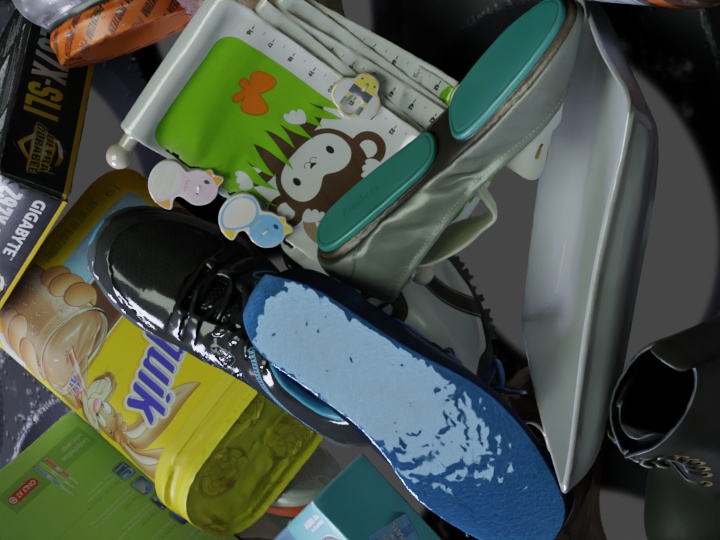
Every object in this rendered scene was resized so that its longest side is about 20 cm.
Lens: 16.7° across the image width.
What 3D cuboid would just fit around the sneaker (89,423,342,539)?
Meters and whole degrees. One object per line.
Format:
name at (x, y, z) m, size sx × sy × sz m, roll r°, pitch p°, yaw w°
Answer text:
sneaker at (-0.094, 0.137, 1.527) m, size 0.200 × 0.077 × 0.082 m, roll 20°, pitch 125°, yaw 40°

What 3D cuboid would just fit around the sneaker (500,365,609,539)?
sneaker at (0.095, 0.148, 1.335) m, size 0.070 × 0.075 × 0.200 m, roll 7°, pitch 109°, yaw 44°

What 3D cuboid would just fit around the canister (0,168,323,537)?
canister at (-0.112, 0.044, 1.465) m, size 0.200 × 0.087 × 0.149 m, roll 36°, pitch 87°, yaw 35°

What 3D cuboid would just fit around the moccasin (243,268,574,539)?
moccasin at (0.034, 0.061, 1.261) m, size 0.200 × 0.068 × 0.080 m, roll 43°, pitch 109°, yaw 6°

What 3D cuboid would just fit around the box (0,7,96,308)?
box at (-0.214, -0.075, 1.500) m, size 0.200 × 0.049 × 0.160 m, roll -86°, pitch 22°, yaw -43°

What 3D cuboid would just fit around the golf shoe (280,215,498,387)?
golf shoe at (0.000, 0.000, 1.365) m, size 0.078 × 0.094 × 0.200 m, roll -39°, pitch 78°, yaw 44°

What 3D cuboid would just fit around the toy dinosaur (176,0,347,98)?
toy dinosaur at (-0.063, -0.154, 1.338) m, size 0.200 × 0.086 × 0.136 m, roll 39°, pitch 105°, yaw 34°

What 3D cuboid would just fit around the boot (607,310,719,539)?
boot at (0.154, 0.086, 1.205) m, size 0.077 × 0.138 × 0.200 m, roll 36°, pitch 129°, yaw 28°

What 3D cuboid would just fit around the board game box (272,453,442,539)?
board game box at (0.029, 0.215, 1.390) m, size 0.200 × 0.047 × 0.151 m, roll 46°, pitch 148°, yaw 4°

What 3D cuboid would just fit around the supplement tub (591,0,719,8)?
supplement tub at (0.125, -0.180, 1.163) m, size 0.200 × 0.107 × 0.107 m, roll 11°, pitch 112°, yaw 42°

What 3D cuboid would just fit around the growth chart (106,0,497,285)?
growth chart at (-0.020, -0.070, 1.292) m, size 0.145 × 0.200 × 0.018 m, roll -63°, pitch 15°, yaw 15°

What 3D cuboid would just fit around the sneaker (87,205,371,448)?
sneaker at (-0.057, 0.026, 1.334) m, size 0.200 × 0.073 × 0.082 m, roll 31°, pitch 173°, yaw -4°

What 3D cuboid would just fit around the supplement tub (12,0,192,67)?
supplement tub at (-0.166, -0.228, 1.428) m, size 0.122 × 0.122 × 0.200 m, roll -23°, pitch 89°, yaw 47°

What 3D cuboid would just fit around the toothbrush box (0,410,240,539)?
toothbrush box at (-0.151, 0.203, 1.469) m, size 0.200 × 0.146 × 0.086 m, roll 35°, pitch 134°, yaw 10°

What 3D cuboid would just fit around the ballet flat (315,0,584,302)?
ballet flat at (0.059, -0.058, 1.254) m, size 0.064 × 0.067 × 0.200 m, roll 35°, pitch 117°, yaw -23°

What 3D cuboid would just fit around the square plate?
square plate at (0.113, -0.022, 1.209) m, size 0.198 × 0.028 × 0.200 m, roll -95°, pitch 11°, yaw -67°
